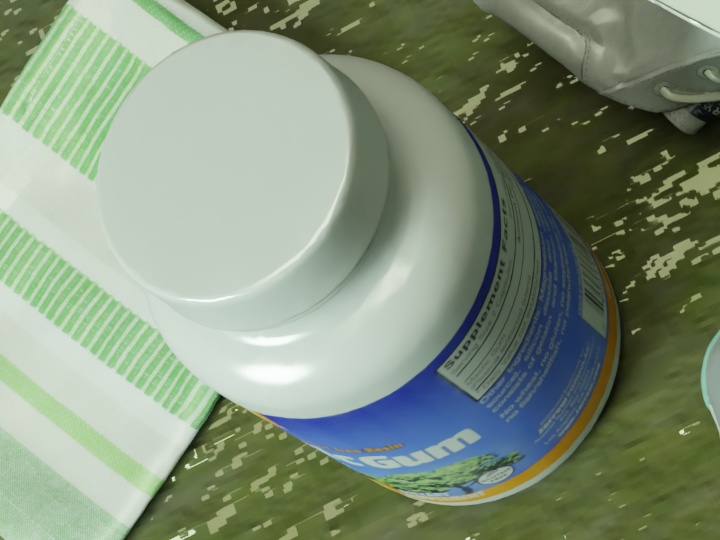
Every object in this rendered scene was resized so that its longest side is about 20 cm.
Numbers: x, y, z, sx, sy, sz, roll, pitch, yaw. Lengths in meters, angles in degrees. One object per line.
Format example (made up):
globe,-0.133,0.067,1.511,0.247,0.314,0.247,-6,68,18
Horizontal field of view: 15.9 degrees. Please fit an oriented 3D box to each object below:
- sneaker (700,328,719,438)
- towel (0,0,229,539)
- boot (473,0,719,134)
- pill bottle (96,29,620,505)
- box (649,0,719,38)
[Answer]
sneaker,0.158,0.070,0.741,0.078,0.140,0.200,-45,61,6
towel,-0.100,-0.003,0.952,0.152,0.023,0.200,34,89,29
boot,0.135,-0.087,0.854,0.200,0.074,0.096,29,115,18
pill bottle,0.000,0.000,0.803,0.112,0.200,0.112,-8,70,23
box,0.150,-0.149,0.785,0.068,0.082,0.200,30,43,19
